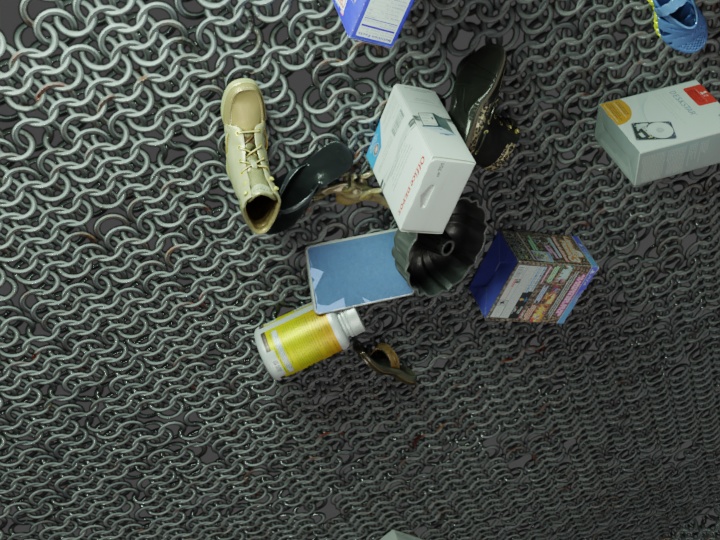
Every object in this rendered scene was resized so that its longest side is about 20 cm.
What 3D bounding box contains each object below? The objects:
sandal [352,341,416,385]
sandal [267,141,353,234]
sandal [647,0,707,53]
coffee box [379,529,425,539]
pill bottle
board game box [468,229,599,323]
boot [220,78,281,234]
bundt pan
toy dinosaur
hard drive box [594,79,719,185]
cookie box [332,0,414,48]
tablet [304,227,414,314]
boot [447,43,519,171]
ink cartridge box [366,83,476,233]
[{"bbox_3d":[0.057,0.183,1.944,0.199,0.082,0.055,30,100,-39],"label":"sandal"},{"bbox_3d":[-0.099,-0.141,1.560,0.200,0.043,0.076,-43,93,10],"label":"sandal"},{"bbox_3d":[0.527,-0.420,1.552,0.079,0.088,0.199,-41,136,16],"label":"sandal"},{"bbox_3d":[0.109,0.849,2.524,0.199,0.199,0.199,-42,136,18],"label":"coffee box"},{"bbox_3d":[-0.094,0.121,1.790,0.198,0.110,0.110,-25,137,2],"label":"pill bottle"},{"bbox_3d":[0.345,0.014,1.887,0.197,0.097,0.161,4,130,-27],"label":"board game box"},{"bbox_3d":[-0.166,-0.173,1.438,0.072,0.156,0.202,-6,134,-17],"label":"boot"},{"bbox_3d":[0.137,-0.058,1.713,0.200,0.076,0.204,-24,132,-29],"label":"bundt pan"},{"bbox_3d":[0.005,-0.140,1.634,0.198,0.059,0.101,9,144,-29],"label":"toy dinosaur"},{"bbox_3d":[0.544,-0.248,1.677,0.197,0.157,0.077,-15,136,-10],"label":"hard drive box"},{"bbox_3d":[0.031,-0.433,1.262,0.074,0.172,0.201,8,129,-25],"label":"cookie box"},{"bbox_3d":[0.000,0.000,1.741,0.197,0.014,0.132,-11,103,-14],"label":"tablet"},{"bbox_3d":[0.215,-0.263,1.573,0.150,0.073,0.203,12,100,-53],"label":"boot"},{"bbox_3d":[0.092,-0.179,1.512,0.085,0.201,0.147,3,131,-26],"label":"ink cartridge box"}]
